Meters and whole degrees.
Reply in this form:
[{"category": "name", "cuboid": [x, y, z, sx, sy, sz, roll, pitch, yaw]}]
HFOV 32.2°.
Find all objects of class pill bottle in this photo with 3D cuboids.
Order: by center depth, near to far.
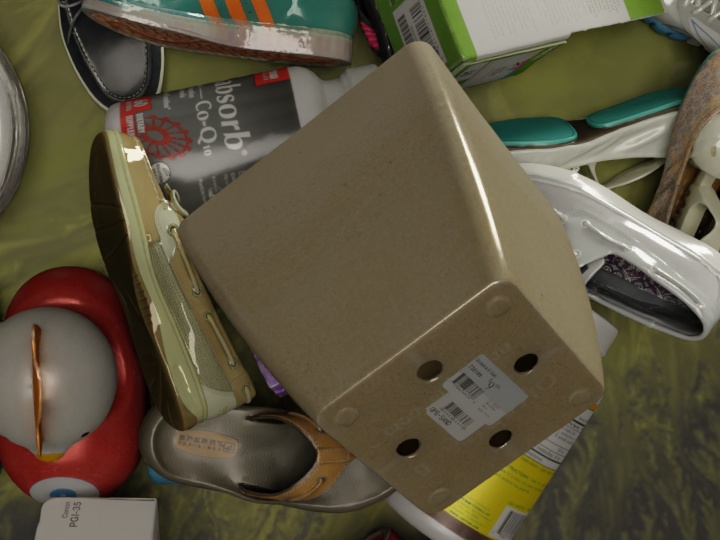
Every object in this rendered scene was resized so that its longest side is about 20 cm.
[{"category": "pill bottle", "cuboid": [-0.076, -0.083, 0.907, 0.198, 0.116, 0.117, -12, 94, -3]}, {"category": "pill bottle", "cuboid": [0.107, 0.108, 0.933, 0.109, 0.109, 0.201, 33, 91, -5]}]

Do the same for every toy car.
[{"category": "toy car", "cuboid": [-0.212, 0.091, 0.867, 0.182, 0.200, 0.179, -1, 94, -3]}]

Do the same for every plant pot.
[{"category": "plant pot", "cuboid": [0.035, 0.024, 0.769, 0.199, 0.178, 0.200, -36, 131, 11]}]

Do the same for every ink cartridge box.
[{"category": "ink cartridge box", "cuboid": [-0.183, 0.280, 0.871, 0.082, 0.147, 0.202, 1, 121, -5]}, {"category": "ink cartridge box", "cuboid": [0.110, -0.222, 0.914, 0.199, 0.076, 0.149, -17, 84, -30]}]

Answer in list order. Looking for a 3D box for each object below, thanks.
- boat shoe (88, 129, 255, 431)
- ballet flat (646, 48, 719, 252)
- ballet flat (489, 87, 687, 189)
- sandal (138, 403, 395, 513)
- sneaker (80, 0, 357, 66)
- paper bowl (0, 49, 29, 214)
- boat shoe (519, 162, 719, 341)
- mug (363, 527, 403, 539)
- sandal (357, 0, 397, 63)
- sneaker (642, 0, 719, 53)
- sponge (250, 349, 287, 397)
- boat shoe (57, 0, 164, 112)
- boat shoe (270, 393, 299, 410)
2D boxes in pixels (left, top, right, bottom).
[{"category": "boat shoe", "cuboid": [-0.126, 0.002, 0.827, 0.063, 0.073, 0.202, -20, 94, -26]}, {"category": "ballet flat", "cuboid": [0.257, -0.063, 0.923, 0.067, 0.067, 0.202, 4, 117, -21]}, {"category": "ballet flat", "cuboid": [0.167, -0.088, 0.953, 0.198, 0.069, 0.070, -11, 94, -4]}, {"category": "sandal", "cuboid": [-0.052, 0.123, 0.865, 0.198, 0.055, 0.083, 11, 83, -14]}, {"category": "sneaker", "cuboid": [-0.098, -0.198, 0.896, 0.198, 0.071, 0.081, 5, 90, -20]}, {"category": "paper bowl", "cuboid": [-0.347, -0.102, 0.895, 0.199, 0.104, 0.203, 0, 95, -4]}, {"category": "boat shoe", "cuboid": [0.168, -0.009, 0.900, 0.199, 0.069, 0.072, 30, 136, 7]}, {"category": "mug", "cuboid": [0.060, 0.293, 0.953, 0.200, 0.178, 0.133, 46, 130, -1]}, {"category": "sandal", "cuboid": [0.030, -0.186, 0.934, 0.074, 0.045, 0.202, -5, 79, -24]}, {"category": "sneaker", "cuboid": [0.284, -0.188, 0.939, 0.200, 0.087, 0.075, 39, 92, -4]}, {"category": "sponge", "cuboid": [0.000, 0.000, 0.934, 0.199, 0.030, 0.112, -29, 63, 0]}, {"category": "boat shoe", "cuboid": [-0.191, -0.212, 0.919, 0.074, 0.062, 0.202, -10, 96, -5]}, {"category": "boat shoe", "cuboid": [0.004, 0.096, 0.947, 0.201, 0.066, 0.072, -41, 66, -4]}]
